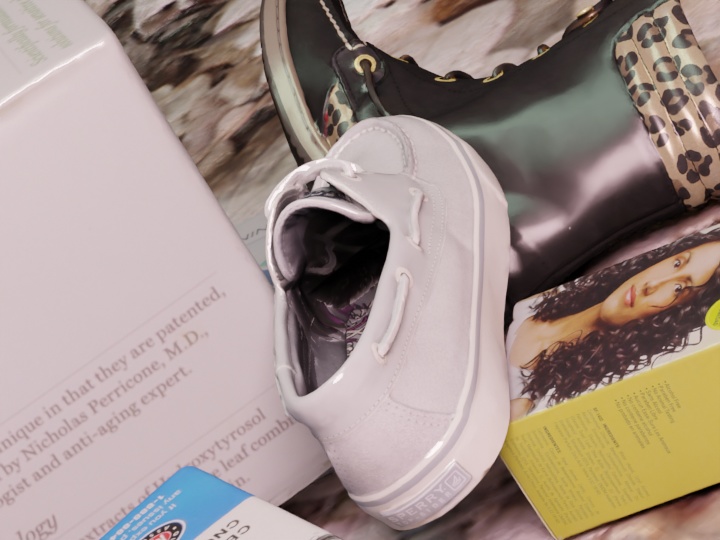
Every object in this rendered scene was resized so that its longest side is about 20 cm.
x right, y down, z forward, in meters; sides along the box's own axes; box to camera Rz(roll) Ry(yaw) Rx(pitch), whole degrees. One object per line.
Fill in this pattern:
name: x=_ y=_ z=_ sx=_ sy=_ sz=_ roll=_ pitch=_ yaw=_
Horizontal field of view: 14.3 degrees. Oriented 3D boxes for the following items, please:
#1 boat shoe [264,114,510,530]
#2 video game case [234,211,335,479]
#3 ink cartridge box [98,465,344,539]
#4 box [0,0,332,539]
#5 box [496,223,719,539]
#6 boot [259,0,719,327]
boat shoe: x=0.000 y=0.000 z=0.910 sx=0.072 sy=0.069 sz=0.201 roll=-33 pitch=29 yaw=24
video game case: x=-0.073 y=0.046 z=1.093 sx=0.182 sy=0.022 sz=0.200 roll=-26 pitch=25 yaw=16
ink cartridge box: x=-0.036 y=0.146 z=0.778 sx=0.146 sy=0.085 sz=0.200 roll=-41 pitch=24 yaw=-18
box: x=-0.143 y=0.018 z=0.991 sx=0.199 sy=0.172 sz=0.199 roll=-35 pitch=24 yaw=-5
box: x=0.138 y=0.013 z=0.860 sx=0.199 sy=0.050 sz=0.075 roll=-22 pitch=27 yaw=22
boot: x=0.050 y=-0.062 z=1.048 sx=0.150 sy=0.073 sz=0.201 roll=-28 pitch=42 yaw=7
